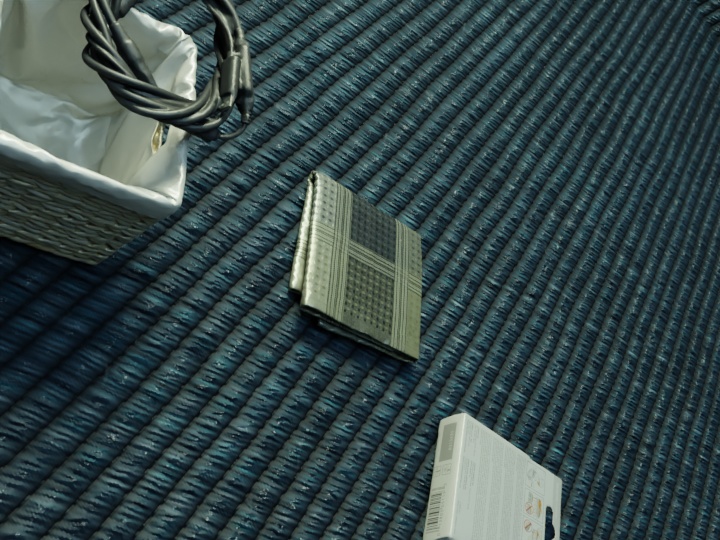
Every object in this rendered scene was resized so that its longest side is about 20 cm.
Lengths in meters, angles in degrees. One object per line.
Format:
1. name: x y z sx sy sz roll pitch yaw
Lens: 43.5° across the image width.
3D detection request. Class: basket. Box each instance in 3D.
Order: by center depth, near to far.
1. basket: -0.274 -0.136 0.820 0.200 0.161 0.199 20 56 -34

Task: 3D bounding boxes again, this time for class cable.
1. cable: -0.174 -0.215 0.813 0.163 0.051 0.200 7 68 -37

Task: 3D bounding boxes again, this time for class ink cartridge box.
1. ink cartridge box: 0.167 0.290 1.103 0.200 0.050 0.161 37 47 -30

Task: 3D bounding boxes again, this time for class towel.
1. towel: 0.000 0.000 1.109 0.192 0.035 0.200 29 49 -33
